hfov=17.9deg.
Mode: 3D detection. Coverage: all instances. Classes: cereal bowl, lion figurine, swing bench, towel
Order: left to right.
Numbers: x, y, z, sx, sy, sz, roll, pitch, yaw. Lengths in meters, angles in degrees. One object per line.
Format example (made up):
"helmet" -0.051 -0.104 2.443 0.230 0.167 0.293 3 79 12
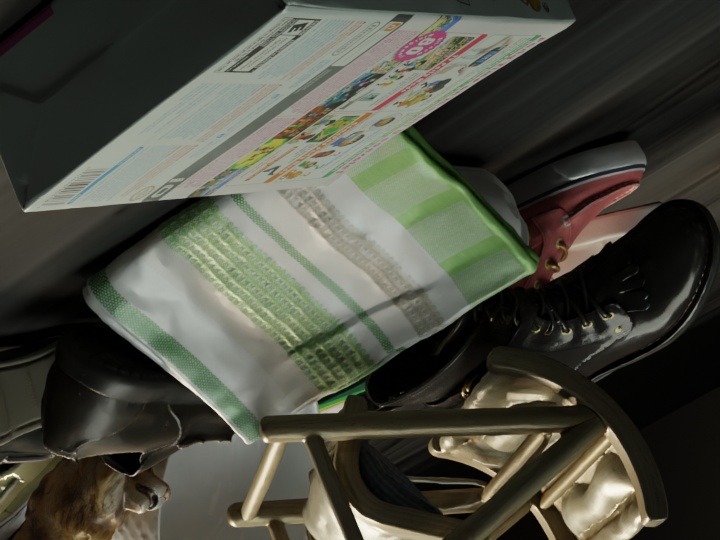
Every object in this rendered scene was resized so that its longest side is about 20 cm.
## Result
"lion figurine" -0.185 0.190 1.363 0.201 0.072 0.123 -60 -178 33
"cereal bowl" -0.107 0.137 1.477 0.083 0.202 0.200 7 -174 29
"towel" -0.025 0.005 1.187 0.199 0.031 0.149 -31 128 23
"swing bench" 0.045 0.135 1.294 0.199 0.130 0.199 -19 165 -16

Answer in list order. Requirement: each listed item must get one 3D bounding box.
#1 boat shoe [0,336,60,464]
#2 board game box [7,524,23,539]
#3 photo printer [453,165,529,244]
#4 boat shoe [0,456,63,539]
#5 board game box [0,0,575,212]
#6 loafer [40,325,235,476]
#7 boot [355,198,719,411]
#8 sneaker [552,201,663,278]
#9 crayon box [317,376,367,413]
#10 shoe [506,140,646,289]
"boat shoe" -0.192 0.074 1.276 0.057 0.067 0.200 -13 174 29
"board game box" -0.211 0.165 1.513 0.135 0.028 0.200 -29 -170 41
"photo printer" 0.000 0.000 1.322 0.166 0.070 0.200 -31 167 23
"boat shoe" -0.222 0.115 1.405 0.200 0.072 0.062 -37 146 19
"board game box" -0.030 -0.088 0.889 0.147 0.065 0.199 -32 166 32
"loafer" -0.125 0.076 1.279 0.072 0.073 0.200 -57 155 7
"boot" 0.108 0.027 1.345 0.200 0.069 0.174 -46 151 21
"sneaker" 0.124 0.016 1.550 0.199 0.085 0.073 -14 -179 35
"crayon box" -0.013 0.078 1.651 0.172 0.059 0.200 -27 168 21
"shoe" 0.107 -0.006 1.469 0.199 0.091 0.072 -24 169 -6
